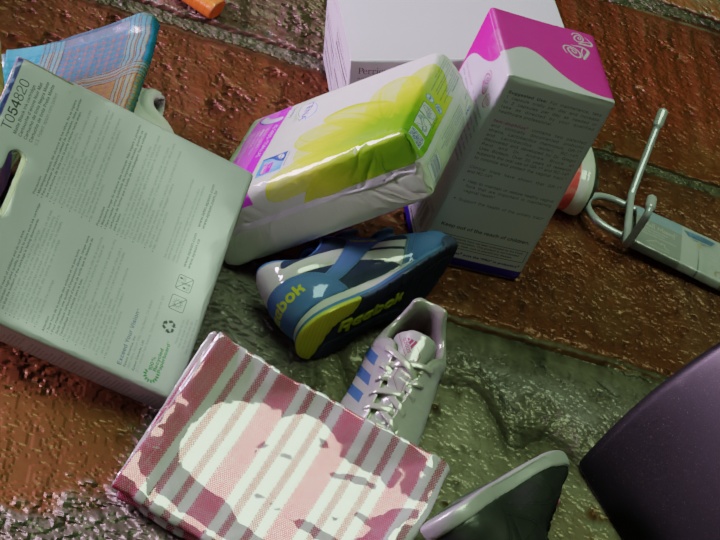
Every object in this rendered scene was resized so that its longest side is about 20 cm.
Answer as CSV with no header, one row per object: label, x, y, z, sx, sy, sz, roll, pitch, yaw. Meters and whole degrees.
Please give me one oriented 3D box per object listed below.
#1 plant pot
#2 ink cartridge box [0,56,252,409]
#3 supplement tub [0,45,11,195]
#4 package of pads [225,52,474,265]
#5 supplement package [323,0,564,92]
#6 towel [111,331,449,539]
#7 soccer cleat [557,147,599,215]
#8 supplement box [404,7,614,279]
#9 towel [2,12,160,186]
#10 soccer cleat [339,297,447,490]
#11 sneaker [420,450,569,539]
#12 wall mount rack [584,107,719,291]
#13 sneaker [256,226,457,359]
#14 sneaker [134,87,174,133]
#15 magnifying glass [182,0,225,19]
plant pot,0.320,0.152,1.502,0.200,0.178,0.200,-2,44,-31
ink cartridge box,-0.196,-0.027,1.437,0.200,0.041,0.200,28,62,-19
supplement tub,-0.340,-0.136,1.492,0.145,0.146,0.200,8,40,-22
package of pads,-0.016,-0.091,1.594,0.068,0.200,0.155,60,29,-22
supplement package,0.075,-0.191,1.789,0.200,0.111,0.156,-2,42,-7
towel,-0.053,0.144,1.377,0.200,0.030,0.146,29,59,5
soccer cleat,0.171,-0.134,1.855,0.073,0.068,0.200,15,41,-18
supplement box,0.120,-0.105,1.677,0.103,0.200,0.101,12,39,-17
towel,-0.240,-0.134,1.583,0.146,0.022,0.200,-13,35,15
soccer cleat,0.020,0.094,1.471,0.070,0.086,0.200,24,37,-3
sneaker,0.117,0.195,1.432,0.099,0.071,0.200,60,27,5
wall mount rack,0.311,-0.058,1.835,0.200,0.075,0.174,25,34,-5
sneaker,0.000,0.000,1.587,0.082,0.074,0.200,42,38,24
sneaker,-0.181,-0.093,1.586,0.071,0.073,0.200,-1,40,-7
magnifying glass,-0.212,-0.297,1.867,0.200,0.022,0.080,36,38,13
